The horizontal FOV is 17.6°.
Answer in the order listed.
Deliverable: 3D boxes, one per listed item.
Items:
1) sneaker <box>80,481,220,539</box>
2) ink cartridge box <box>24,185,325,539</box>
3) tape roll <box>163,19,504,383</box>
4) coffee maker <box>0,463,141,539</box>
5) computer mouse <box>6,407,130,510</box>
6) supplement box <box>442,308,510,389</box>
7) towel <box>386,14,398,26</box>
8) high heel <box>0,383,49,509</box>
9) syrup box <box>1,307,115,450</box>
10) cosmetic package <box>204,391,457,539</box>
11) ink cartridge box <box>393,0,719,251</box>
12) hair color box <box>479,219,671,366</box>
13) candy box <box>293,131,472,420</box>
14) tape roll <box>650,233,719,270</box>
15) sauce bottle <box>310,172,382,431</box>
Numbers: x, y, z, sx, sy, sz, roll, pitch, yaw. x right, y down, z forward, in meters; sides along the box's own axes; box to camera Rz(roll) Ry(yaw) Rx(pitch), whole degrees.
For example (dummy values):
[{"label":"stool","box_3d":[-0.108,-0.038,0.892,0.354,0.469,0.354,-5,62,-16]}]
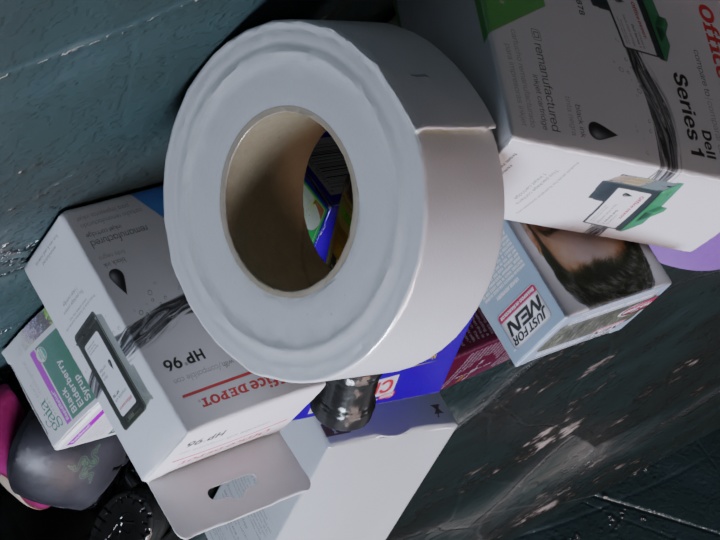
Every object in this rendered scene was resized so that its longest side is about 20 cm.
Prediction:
[{"label":"sneaker","box_3d":[-0.171,0.205,1.731,0.200,0.060,0.104,-49,167,24]},{"label":"ink cartridge box","box_3d":[-0.104,0.050,1.417,0.116,0.200,0.068,-18,160,-41]},{"label":"tape roll","box_3d":[-0.017,-0.040,1.292,0.071,0.203,0.202,-4,149,-48]},{"label":"coffee maker","box_3d":[-0.272,0.219,1.816,0.199,0.135,0.193,-26,137,-23]},{"label":"computer mouse","box_3d":[-0.183,0.122,1.643,0.139,0.053,0.200,-64,165,7]},{"label":"supplement box","box_3d":[0.078,0.024,1.863,0.200,0.111,0.086,-21,163,-34]},{"label":"towel","box_3d":[0.023,-0.118,1.474,0.200,0.023,0.152,-38,163,22]},{"label":"high heel","box_3d":[-0.234,0.120,1.663,0.096,0.067,0.200,-52,170,12]},{"label":"syrup box","box_3d":[-0.138,0.053,1.591,0.081,0.079,0.200,-42,162,35]},{"label":"cosmetic package","box_3d":[-0.026,0.148,1.668,0.112,0.081,0.200,-6,141,-34]},{"label":"ink cartridge box","box_3d":[0.131,-0.102,1.359,0.199,0.147,0.084,8,148,-33]},{"label":"hair color box","box_3d":[0.090,-0.050,1.400,0.099,0.200,0.061,-16,159,-41]},{"label":"candy box","box_3d":[0.000,0.000,1.503,0.169,0.077,0.200,-9,137,-35]},{"label":"tape roll","box_3d":[0.221,-0.106,1.558,0.200,0.200,0.085,-20,162,-37]},{"label":"sauce bottle","box_3d":[0.007,0.014,1.399,0.065,0.065,0.201,-21,140,-34]}]
